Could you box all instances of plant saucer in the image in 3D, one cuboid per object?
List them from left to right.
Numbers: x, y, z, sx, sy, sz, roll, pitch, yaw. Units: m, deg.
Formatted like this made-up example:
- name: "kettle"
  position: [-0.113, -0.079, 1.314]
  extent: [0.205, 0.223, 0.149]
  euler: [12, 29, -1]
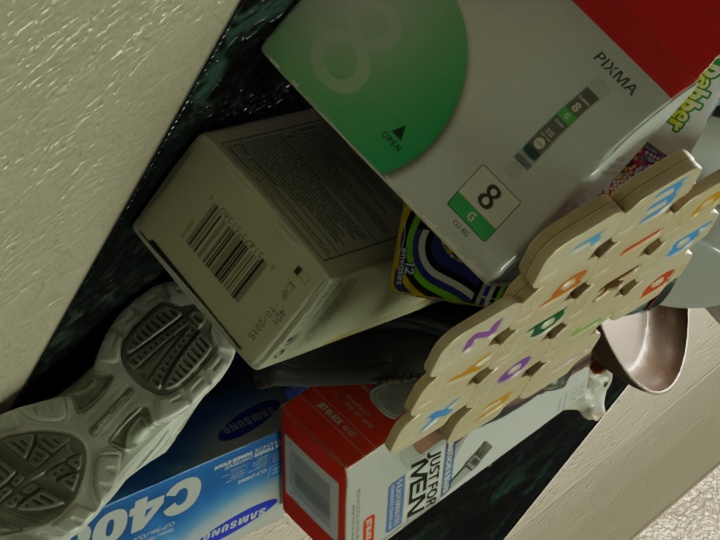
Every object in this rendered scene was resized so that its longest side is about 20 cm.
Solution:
- name: "plant saucer"
  position: [0.170, -0.013, 1.689]
  extent: [0.032, 0.201, 0.200]
  euler: [-12, 179, 27]

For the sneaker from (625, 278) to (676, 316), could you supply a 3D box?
- name: "sneaker"
  position: [0.101, -0.039, 1.386]
  extent: [0.079, 0.200, 0.096]
  euler: [-14, 123, -28]

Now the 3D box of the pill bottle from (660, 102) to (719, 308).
- name: "pill bottle"
  position: [0.196, -0.086, 1.471]
  extent: [0.120, 0.119, 0.200]
  euler: [103, 3, -64]

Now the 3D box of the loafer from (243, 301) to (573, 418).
- name: "loafer"
  position: [0.026, 0.046, 1.403]
  extent: [0.073, 0.200, 0.073]
  euler: [-18, 116, -60]

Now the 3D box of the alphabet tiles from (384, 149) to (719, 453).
- name: "alphabet tiles"
  position: [0.097, 0.016, 1.218]
  extent: [0.195, 0.015, 0.200]
  euler: [-29, 160, -27]

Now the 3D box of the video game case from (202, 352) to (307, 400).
- name: "video game case"
  position: [-0.078, 0.115, 1.616]
  extent: [0.200, 0.045, 0.181]
  euler: [-45, 165, 7]

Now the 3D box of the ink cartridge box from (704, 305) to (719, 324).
- name: "ink cartridge box"
  position: [0.232, -0.071, 1.612]
  extent: [0.145, 0.200, 0.088]
  euler: [-27, 161, -47]

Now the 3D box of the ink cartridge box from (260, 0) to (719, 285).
- name: "ink cartridge box"
  position: [0.076, -0.118, 1.166]
  extent: [0.200, 0.161, 0.050]
  euler: [-48, 166, 17]

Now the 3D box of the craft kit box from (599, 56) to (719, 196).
- name: "craft kit box"
  position: [0.160, -0.146, 1.281]
  extent: [0.200, 0.048, 0.198]
  euler: [-85, -159, -57]

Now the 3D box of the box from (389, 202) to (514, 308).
- name: "box"
  position: [0.070, -0.082, 1.237]
  extent: [0.070, 0.064, 0.201]
  euler: [10, 89, -69]

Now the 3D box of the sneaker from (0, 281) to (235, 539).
- name: "sneaker"
  position: [-0.145, 0.096, 1.350]
  extent: [0.200, 0.078, 0.099]
  euler: [-39, 167, -14]

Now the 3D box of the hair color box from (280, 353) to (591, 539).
- name: "hair color box"
  position: [0.048, 0.077, 1.501]
  extent: [0.200, 0.064, 0.111]
  euler: [-35, 150, -25]

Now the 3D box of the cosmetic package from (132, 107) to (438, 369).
- name: "cosmetic package"
  position: [-0.013, -0.026, 1.302]
  extent: [0.071, 0.105, 0.200]
  euler: [-50, 162, 29]

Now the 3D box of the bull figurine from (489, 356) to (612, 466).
- name: "bull figurine"
  position: [0.099, 0.062, 1.661]
  extent: [0.121, 0.065, 0.200]
  euler: [-51, 143, -11]

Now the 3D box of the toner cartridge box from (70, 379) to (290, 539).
- name: "toner cartridge box"
  position: [-0.130, 0.137, 1.460]
  extent: [0.200, 0.043, 0.095]
  euler: [-22, 145, -30]
